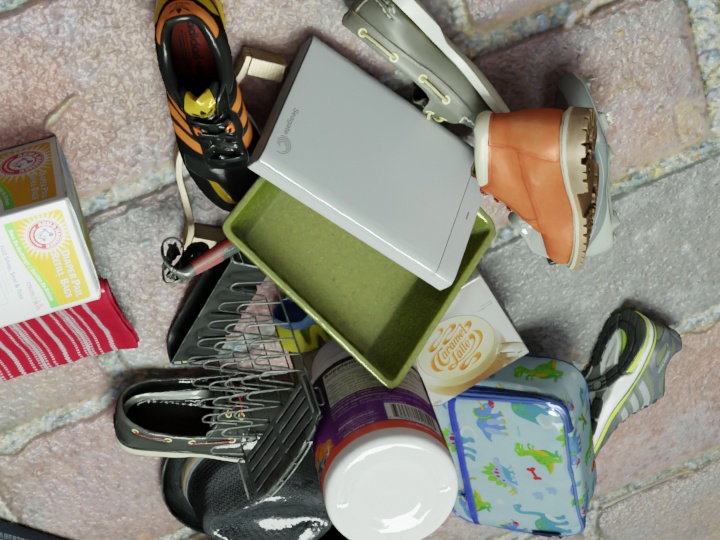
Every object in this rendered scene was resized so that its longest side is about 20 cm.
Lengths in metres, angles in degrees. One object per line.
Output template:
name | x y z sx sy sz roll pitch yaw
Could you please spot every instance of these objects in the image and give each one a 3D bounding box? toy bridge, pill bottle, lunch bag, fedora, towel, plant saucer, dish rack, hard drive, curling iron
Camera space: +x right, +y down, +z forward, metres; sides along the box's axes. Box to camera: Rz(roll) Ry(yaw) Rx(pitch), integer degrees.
toy bridge | -0.125 -0.099 1.203 0.067 0.027 0.201 11 120 -21
pill bottle | 0.011 0.135 1.198 0.111 0.200 0.112 -4 117 -8
lunch bag | 0.152 0.177 1.412 0.160 0.083 0.201 6 130 23
fedora | -0.095 0.224 1.393 0.199 0.092 0.201 -8 125 -12
towel | -0.301 0.064 1.223 0.199 0.023 0.145 -16 158 -5
plant saucer | -0.005 -0.030 1.192 0.200 0.200 0.048 44 148 -13
dish rack | -0.101 0.094 1.227 0.054 0.201 0.154 2 139 -31
hard drive | 0.014 -0.090 1.176 0.200 0.132 0.027 32 151 -20
curling iron | -0.090 -0.046 1.214 0.199 0.050 0.026 -31 141 -20

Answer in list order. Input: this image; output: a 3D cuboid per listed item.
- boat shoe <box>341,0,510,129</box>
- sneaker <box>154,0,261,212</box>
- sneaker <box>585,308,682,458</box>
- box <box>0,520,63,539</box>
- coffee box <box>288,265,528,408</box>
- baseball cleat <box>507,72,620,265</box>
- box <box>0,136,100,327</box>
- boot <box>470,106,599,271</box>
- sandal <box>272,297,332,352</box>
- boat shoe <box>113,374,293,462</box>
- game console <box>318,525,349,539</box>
boat shoe | 0.064 -0.166 1.187 0.060 0.072 0.202 -40 121 11
sneaker | -0.124 -0.127 1.118 0.070 0.090 0.201 -12 114 4
sneaker | 0.271 0.134 1.458 0.081 0.074 0.201 10 122 -27
box | -0.378 0.346 1.420 0.157 0.051 0.200 23 115 -29
coffee box | 0.043 0.073 1.338 0.199 0.080 0.115 -31 124 5
baseball cleat | 0.183 -0.082 1.281 0.106 0.070 0.201 -20 126 -3
box | -0.325 -0.018 1.145 0.199 0.113 0.102 -16 125 -6
boot | 0.152 -0.072 1.210 0.107 0.075 0.200 4 146 16
sandal | 0.000 0.000 1.281 0.199 0.080 0.087 -27 124 1
boat shoe | -0.133 0.138 1.327 0.200 0.074 0.063 0 149 -11
game console | -0.063 0.329 1.462 0.199 0.117 0.177 -18 127 -4
